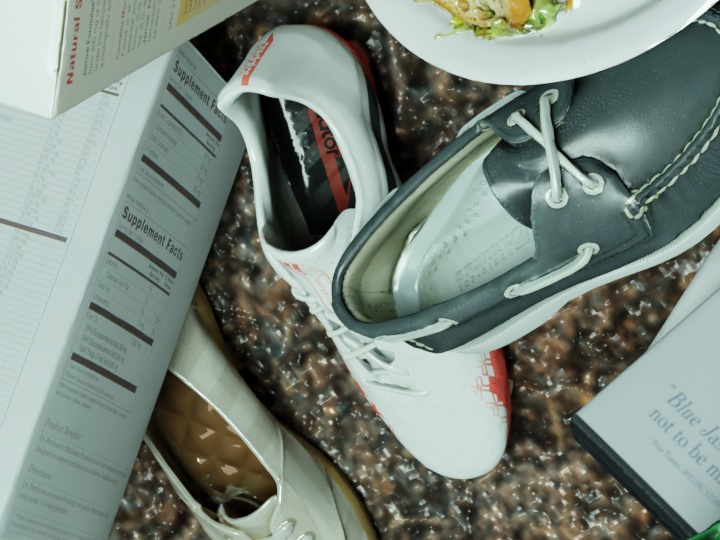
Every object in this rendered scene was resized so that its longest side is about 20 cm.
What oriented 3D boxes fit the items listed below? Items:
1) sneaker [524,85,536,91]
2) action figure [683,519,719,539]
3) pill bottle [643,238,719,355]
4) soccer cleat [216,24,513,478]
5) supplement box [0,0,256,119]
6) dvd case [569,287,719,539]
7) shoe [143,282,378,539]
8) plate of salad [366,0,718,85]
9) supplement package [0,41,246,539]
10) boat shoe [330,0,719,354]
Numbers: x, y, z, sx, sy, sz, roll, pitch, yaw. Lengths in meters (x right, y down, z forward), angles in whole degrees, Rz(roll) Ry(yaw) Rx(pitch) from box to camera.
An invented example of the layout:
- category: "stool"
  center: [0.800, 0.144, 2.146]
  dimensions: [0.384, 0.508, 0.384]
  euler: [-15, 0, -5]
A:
- category: "sneaker"
  center: [0.136, -0.049, 0.761]
  dimensions: [0.200, 0.090, 0.078]
  euler: [-21, 77, 48]
- category: "action figure"
  center: [0.181, 0.068, 0.630]
  dimensions: [0.200, 0.118, 0.055]
  euler: [-19, 141, -1]
- category: "pill bottle"
  center: [0.194, 0.073, 0.765]
  dimensions: [0.200, 0.114, 0.114]
  euler: [34, 119, 8]
- category: "soccer cleat"
  center: [0.000, 0.000, 0.835]
  dimensions: [0.069, 0.085, 0.200]
  euler: [-16, 103, 27]
- category: "supplement box"
  center: [-0.084, -0.147, 0.746]
  dimensions: [0.073, 0.200, 0.126]
  euler: [18, 116, 16]
- category: "dvd case"
  center: [0.188, 0.034, 0.688]
  dimensions: [0.200, 0.018, 0.143]
  euler: [-40, 62, -11]
- category: "shoe"
  center: [-0.060, 0.083, 0.912]
  dimensions: [0.070, 0.053, 0.200]
  euler: [-31, 96, 30]
- category: "plate of salad"
  center: [0.067, -0.161, 0.713]
  dimensions: [0.200, 0.048, 0.200]
  euler: [-13, 67, 35]
- category: "supplement package"
  center: [-0.135, 0.002, 0.827]
  dimensions: [0.114, 0.110, 0.200]
  euler: [17, 81, 17]
- category: "boat shoe"
  center: [0.065, -0.027, 0.727]
  dimensions: [0.200, 0.060, 0.076]
  euler: [-45, 55, 40]
